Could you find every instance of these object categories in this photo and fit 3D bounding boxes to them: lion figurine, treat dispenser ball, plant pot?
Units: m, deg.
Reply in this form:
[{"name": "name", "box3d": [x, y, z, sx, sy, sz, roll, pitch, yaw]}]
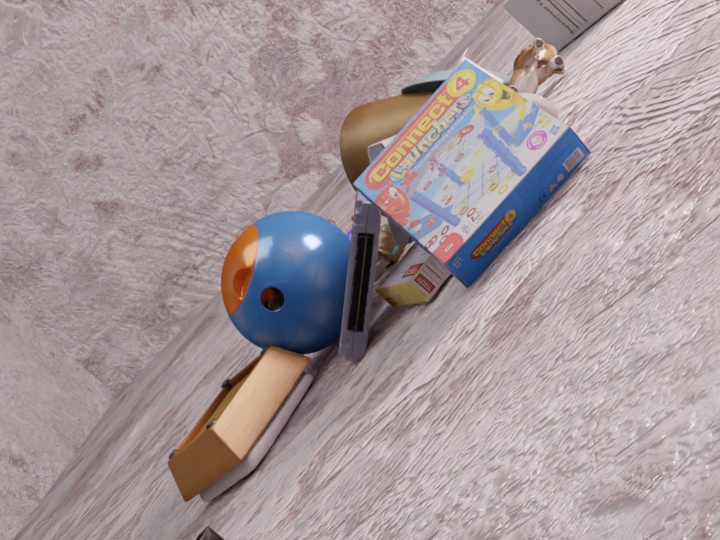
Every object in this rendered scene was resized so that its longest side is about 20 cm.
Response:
[{"name": "lion figurine", "box3d": [0.229, -0.250, 1.774, 0.200, 0.072, 0.122, -55, 3, -18]}, {"name": "treat dispenser ball", "box3d": [-0.093, 0.018, 1.740, 0.201, 0.201, 0.201, -47, 8, 9]}, {"name": "plant pot", "box3d": [0.104, -0.195, 1.885, 0.200, 0.187, 0.186, -20, 25, 41]}]

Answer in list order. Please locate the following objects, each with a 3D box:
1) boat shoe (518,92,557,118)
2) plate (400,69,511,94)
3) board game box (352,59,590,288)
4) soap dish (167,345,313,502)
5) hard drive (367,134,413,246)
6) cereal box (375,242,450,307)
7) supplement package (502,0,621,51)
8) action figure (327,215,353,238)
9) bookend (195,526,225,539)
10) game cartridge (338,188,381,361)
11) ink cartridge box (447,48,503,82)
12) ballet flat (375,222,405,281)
[{"name": "boat shoe", "box3d": [0.189, -0.162, 1.618, 0.072, 0.070, 0.201, -63, 9, -22]}, {"name": "plate", "box3d": [0.161, -0.279, 1.904, 0.200, 0.200, 0.026, 167, 106, -76]}, {"name": "board game box", "box3d": [0.119, -0.113, 1.398, 0.200, 0.056, 0.196, -48, 45, 1]}, {"name": "soap dish", "box3d": [-0.160, 0.200, 1.660, 0.157, 0.081, 0.200, -40, 11, 45]}, {"name": "hard drive", "box3d": [0.066, -0.115, 1.656, 0.026, 0.132, 0.200, -14, 8, 20]}, {"name": "cereal box", "box3d": [0.109, -0.042, 1.532, 0.200, 0.040, 0.144, -50, 9, -13]}, {"name": "supplement package", "box3d": [0.341, -0.455, 1.957, 0.121, 0.120, 0.200, -55, 11, -32]}, {"name": "action figure", "box3d": [-0.044, -0.066, 2.246, 0.065, 0.099, 0.200, -43, 12, 37]}, {"name": "bookend", "box3d": [-0.183, 0.352, 1.045, 0.200, 0.092, 0.199, -46, 7, 26]}, {"name": "game cartridge", "box3d": [0.000, 0.000, 1.574, 0.133, 0.041, 0.200, -103, 19, -75]}, {"name": "ink cartridge box", "box3d": [0.128, -0.202, 1.652, 0.116, 0.068, 0.200, -57, 6, 32]}, {"name": "ballet flat", "box3d": [0.002, -0.002, 1.864, 0.200, 0.068, 0.072, -33, 36, 49]}]
